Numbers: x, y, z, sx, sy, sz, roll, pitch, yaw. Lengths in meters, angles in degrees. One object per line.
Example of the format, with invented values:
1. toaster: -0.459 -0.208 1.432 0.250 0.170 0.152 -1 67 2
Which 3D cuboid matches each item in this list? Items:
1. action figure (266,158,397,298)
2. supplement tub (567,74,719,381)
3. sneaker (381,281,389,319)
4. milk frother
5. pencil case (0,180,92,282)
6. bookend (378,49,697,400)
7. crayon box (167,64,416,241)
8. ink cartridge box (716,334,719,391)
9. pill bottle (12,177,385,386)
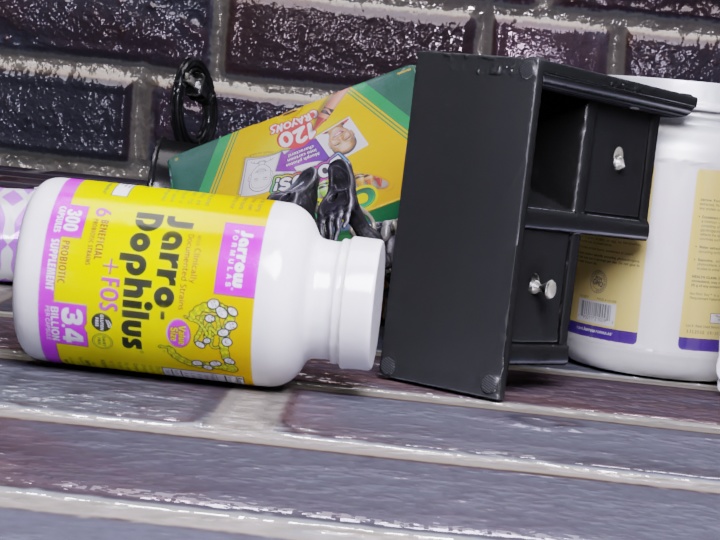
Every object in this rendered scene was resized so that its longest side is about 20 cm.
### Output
1. action figure: 0.019 0.009 1.229 0.118 0.103 0.200 -1 -27 43
2. supplement tub: 0.220 -0.031 1.297 0.144 0.202 0.145 6 5 0
3. sneaker: 0.000 0.000 1.440 0.198 0.079 0.077 7 -3 6
4. milk frother: -0.105 -0.104 1.804 0.186 0.202 0.181 6 1 1
5. pencil case: -0.302 -0.035 1.423 0.198 0.087 0.084 4 3 -12
6. bookend: 0.116 -0.026 1.164 0.091 0.202 0.198 9 3 38
7. crayon box: -0.032 -0.056 1.318 0.198 0.120 0.058 -20 -39 7
8. ink cartridge box: 0.323 0.011 1.248 0.083 0.147 0.199 8 5 33
9. pill bottle: -0.088 0.008 1.034 0.198 0.106 0.104 6 5 4
